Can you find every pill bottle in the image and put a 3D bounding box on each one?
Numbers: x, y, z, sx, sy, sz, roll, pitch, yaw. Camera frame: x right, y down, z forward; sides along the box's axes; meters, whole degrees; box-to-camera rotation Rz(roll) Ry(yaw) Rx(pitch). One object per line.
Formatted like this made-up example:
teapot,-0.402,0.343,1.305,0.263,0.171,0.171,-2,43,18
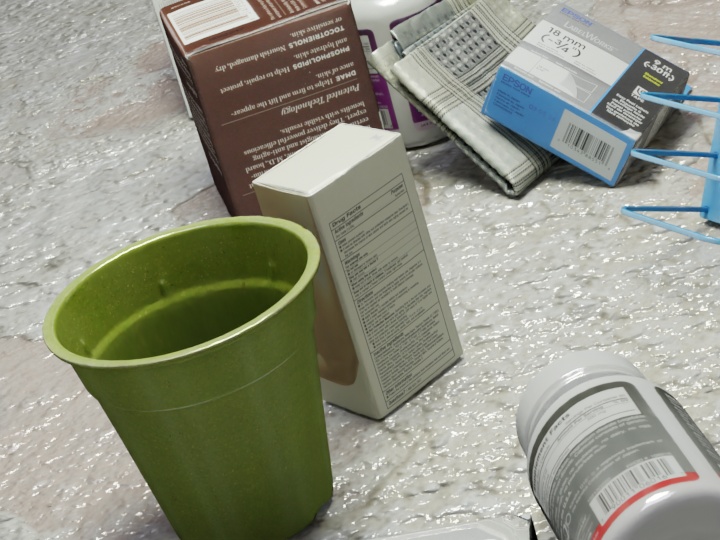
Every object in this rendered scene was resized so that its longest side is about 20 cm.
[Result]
pill bottle,0.037,-0.233,1.855,0.112,0.201,0.112,-13,26,7
pill bottle,0.169,0.137,1.162,0.113,0.114,0.200,-18,26,-4

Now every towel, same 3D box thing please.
towel,0.130,-0.183,1.764,0.200,0.035,0.192,43,52,12

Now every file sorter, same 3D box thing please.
file sorter,0.298,-0.125,1.459,0.122,0.201,0.139,0,14,-35

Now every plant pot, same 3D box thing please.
plant pot,-0.100,0.091,1.321,0.199,0.191,0.200,-13,27,7

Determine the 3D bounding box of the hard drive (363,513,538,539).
hard drive,0.015,0.221,1.177,0.199,0.038,0.140,-12,26,12

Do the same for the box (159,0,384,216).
box,-0.080,-0.169,1.799,0.163,0.201,0.166,-20,27,-7

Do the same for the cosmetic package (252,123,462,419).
cosmetic package,0.000,0.000,1.426,0.105,0.201,0.071,-34,31,-32

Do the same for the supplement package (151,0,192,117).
supplement package,-0.127,-0.293,2.121,0.199,0.151,0.152,-18,26,-1

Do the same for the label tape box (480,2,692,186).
label tape box,0.222,-0.181,1.730,0.144,0.063,0.200,30,44,12
